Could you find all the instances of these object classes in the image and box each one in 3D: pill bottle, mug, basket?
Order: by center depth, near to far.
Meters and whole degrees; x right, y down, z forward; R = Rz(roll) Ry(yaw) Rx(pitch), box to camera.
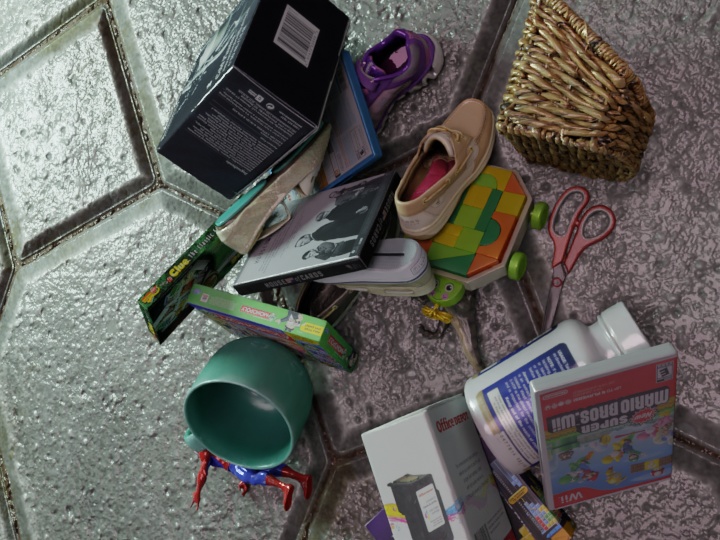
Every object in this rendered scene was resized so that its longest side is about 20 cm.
[{"bbox_3d":[0.242,-0.187,0.740,0.141,0.199,0.152,17,94,24],"label":"basket"},{"bbox_3d":[0.226,0.126,0.775,0.199,0.119,0.121,-35,75,17],"label":"pill bottle"},{"bbox_3d":[-0.153,0.163,0.924,0.182,0.115,0.154,2,124,18],"label":"mug"}]

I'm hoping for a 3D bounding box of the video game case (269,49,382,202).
[{"bbox_3d":[-0.060,-0.172,0.927,0.199,0.018,0.146,-28,76,44],"label":"video game case"}]

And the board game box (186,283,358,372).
[{"bbox_3d":[-0.112,0.076,0.917,0.197,0.135,0.030,14,72,24],"label":"board game box"}]

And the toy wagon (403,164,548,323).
[{"bbox_3d":[0.126,-0.035,0.835,0.153,0.040,0.202,17,71,31],"label":"toy wagon"}]

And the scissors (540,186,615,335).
[{"bbox_3d":[0.233,0.000,0.839,0.072,0.014,0.203,29,100,19],"label":"scissors"}]

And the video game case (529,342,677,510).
[{"bbox_3d":[0.252,0.168,0.724,0.140,0.202,0.018,-16,37,2],"label":"video game case"}]

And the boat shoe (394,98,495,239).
[{"bbox_3d":[0.101,-0.134,0.833,0.073,0.069,0.202,14,65,33],"label":"boat shoe"}]

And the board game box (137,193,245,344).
[{"bbox_3d":[-0.209,-0.002,0.924,0.023,0.105,0.201,31,61,15],"label":"board game box"}]

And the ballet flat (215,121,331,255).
[{"bbox_3d":[-0.098,-0.102,0.890,0.200,0.067,0.062,-44,111,0],"label":"ballet flat"}]

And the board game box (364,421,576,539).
[{"bbox_3d":[0.128,0.306,0.844,0.200,0.057,0.166,-47,73,14],"label":"board game box"}]

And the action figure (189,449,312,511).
[{"bbox_3d":[-0.162,0.293,0.959,0.198,0.065,0.101,16,102,34],"label":"action figure"}]

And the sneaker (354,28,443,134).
[{"bbox_3d":[0.014,-0.235,0.903,0.200,0.088,0.081,-43,74,17],"label":"sneaker"}]

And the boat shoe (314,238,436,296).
[{"bbox_3d":[0.000,0.000,0.838,0.198,0.062,0.072,7,52,42],"label":"boat shoe"}]

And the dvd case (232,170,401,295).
[{"bbox_3d":[-0.054,-0.045,0.859,0.197,0.025,0.152,-12,40,36],"label":"dvd case"}]

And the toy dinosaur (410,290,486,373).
[{"bbox_3d":[0.109,0.045,0.873,0.087,0.047,0.204,-10,87,16],"label":"toy dinosaur"}]

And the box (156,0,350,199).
[{"bbox_3d":[-0.131,-0.231,0.870,0.196,0.123,0.203,-30,38,45],"label":"box"}]

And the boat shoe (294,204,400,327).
[{"bbox_3d":[-0.017,-0.007,0.919,0.072,0.060,0.203,38,102,21],"label":"boat shoe"}]

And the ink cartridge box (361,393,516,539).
[{"bbox_3d":[0.092,0.249,0.755,0.082,0.145,0.203,-24,77,22],"label":"ink cartridge box"}]
